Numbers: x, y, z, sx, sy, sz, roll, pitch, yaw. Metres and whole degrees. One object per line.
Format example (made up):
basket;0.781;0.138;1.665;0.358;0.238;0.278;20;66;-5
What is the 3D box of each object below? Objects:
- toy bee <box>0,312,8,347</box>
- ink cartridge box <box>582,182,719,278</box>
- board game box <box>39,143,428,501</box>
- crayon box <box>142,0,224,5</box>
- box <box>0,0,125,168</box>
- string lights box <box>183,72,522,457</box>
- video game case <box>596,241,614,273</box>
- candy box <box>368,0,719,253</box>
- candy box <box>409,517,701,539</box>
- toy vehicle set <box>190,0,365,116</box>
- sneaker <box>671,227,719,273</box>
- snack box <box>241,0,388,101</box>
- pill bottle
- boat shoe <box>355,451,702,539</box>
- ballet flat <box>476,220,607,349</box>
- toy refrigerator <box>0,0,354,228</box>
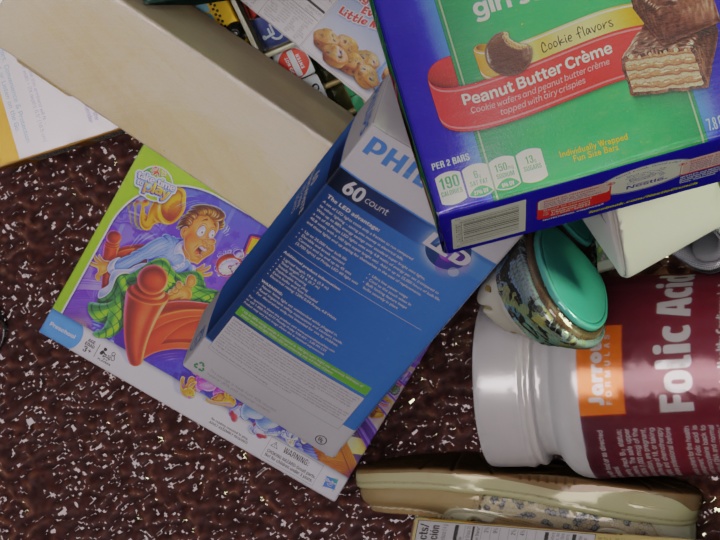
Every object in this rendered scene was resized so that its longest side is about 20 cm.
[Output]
toy bee;-0.275;-0.049;1.677;0.131;0.109;0.200;-45;81;11
ink cartridge box;0.182;-0.112;1.475;0.200;0.084;0.146;-29;60;-5
board game box;-0.066;0.025;1.629;0.200;0.045;0.135;30;108;-2
crayon box;-0.033;-0.215;1.503;0.200;0.051;0.127;-5;91;35
box;-0.140;-0.145;1.676;0.200;0.041;0.119;-16;89;11
string lights box;0.000;0.000;1.526;0.103;0.059;0.200;33;124;-10
video game case;0.165;-0.080;1.615;0.200;0.018;0.143;-16;88;14
candy box;0.092;-0.130;1.389;0.169;0.077;0.200;-16;73;-2
candy box;0.130;0.196;1.582;0.200;0.115;0.055;3;55;13
toy vehicle set;-0.053;-0.093;1.630;0.124;0.027;0.200;-23;103;13
sneaker;0.221;-0.058;1.531;0.200;0.076;0.114;-4;51;18
snack box;0.015;-0.132;1.582;0.200;0.024;0.072;39;108;-5
pill bottle;0.169;0.058;1.569;0.200;0.114;0.114;-3;91;13
boat shoe;0.094;0.143;1.613;0.200;0.073;0.063;6;97;11
ballet flat;0.096;-0.001;1.536;0.074;0.200;0.074;3;117;6
toy refrigerator;-0.107;-0.106;1.579;0.200;0.076;0.070;34;108;-4
